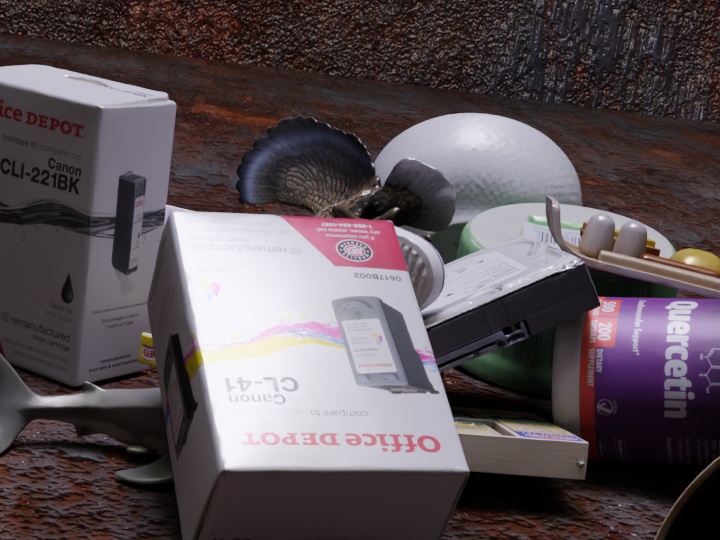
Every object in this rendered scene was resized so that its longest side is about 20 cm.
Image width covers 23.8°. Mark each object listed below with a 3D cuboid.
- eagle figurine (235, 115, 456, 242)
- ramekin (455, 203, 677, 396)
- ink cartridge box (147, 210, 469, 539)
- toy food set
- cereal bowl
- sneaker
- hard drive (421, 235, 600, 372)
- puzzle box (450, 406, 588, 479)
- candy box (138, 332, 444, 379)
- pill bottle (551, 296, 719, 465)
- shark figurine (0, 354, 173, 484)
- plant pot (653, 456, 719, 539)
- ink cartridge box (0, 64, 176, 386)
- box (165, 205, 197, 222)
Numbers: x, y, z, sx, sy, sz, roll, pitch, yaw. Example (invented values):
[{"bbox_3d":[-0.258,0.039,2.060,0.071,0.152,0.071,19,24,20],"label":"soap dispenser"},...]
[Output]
[{"bbox_3d":[-0.021,-0.042,1.465,0.150,0.153,0.200,17,8,-19],"label":"eagle figurine"},{"bbox_3d":[0.165,0.018,1.394,0.198,0.099,0.200,4,21,-2],"label":"ramekin"},{"bbox_3d":[-0.035,0.064,0.973,0.146,0.086,0.201,2,42,-20],"label":"ink cartridge box"},{"bbox_3d":[0.231,-0.021,1.244,0.198,0.061,0.144,15,5,2],"label":"toy food set"},{"bbox_3d":[0.099,-0.038,1.521,0.198,0.201,0.084,8,46,0],"label":"cereal bowl"},{"bbox_3d":[0.000,-0.001,1.193,0.199,0.074,0.114,-6,5,43],"label":"sneaker"},{"bbox_3d":[0.078,0.023,1.199,0.139,0.038,0.200,-23,9,-3],"label":"hard drive"},{"bbox_3d":[0.035,0.106,1.111,0.198,0.026,0.133,6,3,-11],"label":"puzzle box"},{"bbox_3d":[-0.047,0.067,1.203,0.199,0.027,0.102,7,5,-40],"label":"candy box"},{"bbox_3d":[0.233,0.075,1.154,0.198,0.114,0.112,0,10,15],"label":"pill bottle"},{"bbox_3d":[-0.125,0.078,1.047,0.212,0.091,0.128,14,12,17],"label":"shark figurine"},{"bbox_3d":[0.216,0.155,0.778,0.185,0.189,0.200,10,-2,9],"label":"plant pot"},{"bbox_3d":[-0.218,-0.037,1.223,0.143,0.202,0.083,15,14,32],"label":"ink cartridge box"},{"bbox_3d":[-0.172,-0.022,1.393,0.198,0.037,0.144,14,-15,-13],"label":"box"}]
